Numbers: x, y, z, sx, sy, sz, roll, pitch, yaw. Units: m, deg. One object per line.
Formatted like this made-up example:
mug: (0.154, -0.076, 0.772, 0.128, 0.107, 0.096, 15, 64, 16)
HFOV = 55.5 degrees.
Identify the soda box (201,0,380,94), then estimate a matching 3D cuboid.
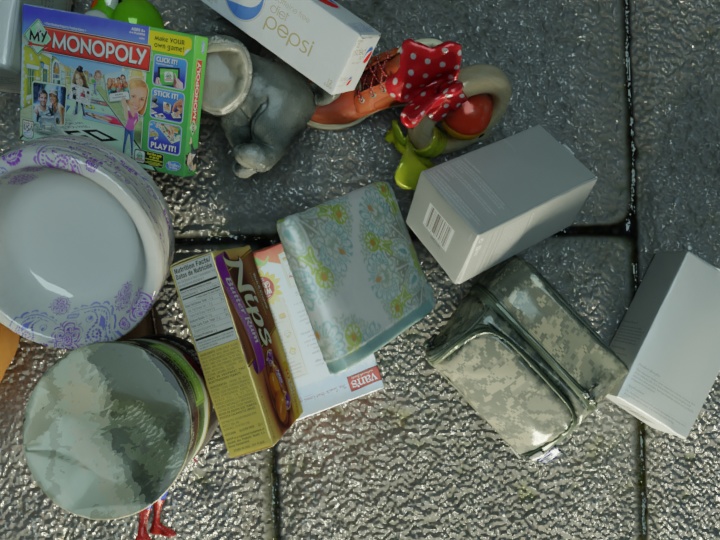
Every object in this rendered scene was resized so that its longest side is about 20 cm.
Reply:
soda box: (-0.080, -0.269, 0.714, 0.198, 0.064, 0.069, 37, 118, 9)

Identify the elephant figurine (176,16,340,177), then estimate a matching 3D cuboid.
elephant figurine: (-0.153, -0.211, 0.743, 0.200, 0.140, 0.157, 46, 71, -29)

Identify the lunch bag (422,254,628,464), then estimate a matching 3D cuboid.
lunch bag: (0.191, 0.107, 0.816, 0.200, 0.139, 0.168, 44, 96, -5)

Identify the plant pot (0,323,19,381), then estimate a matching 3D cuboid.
plant pot: (-0.464, 0.070, 0.741, 0.193, 0.140, 0.207, 0, 91, -6)

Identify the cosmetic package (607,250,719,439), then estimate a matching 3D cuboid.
cosmetic package: (0.391, 0.089, 0.862, 0.111, 0.081, 0.204, 30, 86, -5)

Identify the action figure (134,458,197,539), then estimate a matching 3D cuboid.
action figure: (-0.229, 0.215, 0.805, 0.050, 0.065, 0.207, 4, 91, 16)

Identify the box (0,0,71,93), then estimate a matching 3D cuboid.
box: (-0.433, -0.313, 0.744, 0.193, 0.131, 0.206, 7, 89, -2)

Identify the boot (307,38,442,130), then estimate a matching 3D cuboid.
boot: (0.013, -0.226, 0.809, 0.194, 0.107, 0.077, -16, 90, -4)

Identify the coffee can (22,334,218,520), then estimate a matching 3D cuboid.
coffee can: (-0.220, 0.142, 0.674, 0.141, 0.200, 0.152, 0, 87, -4)

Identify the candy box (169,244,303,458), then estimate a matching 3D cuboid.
candy box: (-0.129, 0.080, 0.735, 0.055, 0.117, 0.206, -16, 91, 11)

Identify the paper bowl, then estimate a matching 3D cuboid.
paper bowl: (-0.287, -0.034, 0.690, 0.194, 0.105, 0.207, 0, 115, -1)

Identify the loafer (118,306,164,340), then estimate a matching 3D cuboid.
loafer: (-0.279, 0.039, 0.794, 0.071, 0.071, 0.206, -14, 91, -6)

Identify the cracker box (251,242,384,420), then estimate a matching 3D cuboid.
cracker box: (-0.063, 0.064, 0.824, 0.130, 0.058, 0.206, -18, 91, -4)

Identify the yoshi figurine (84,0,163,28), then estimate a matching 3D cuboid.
yoshi figurine: (-0.282, -0.231, 0.783, 0.109, 0.112, 0.207, 13, 86, -18)

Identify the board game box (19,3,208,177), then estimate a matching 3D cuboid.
board game box: (-0.255, -0.184, 0.699, 0.194, 0.029, 0.139, 13, 106, 12)

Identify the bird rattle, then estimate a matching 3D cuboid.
bird rattle: (0.097, -0.184, 0.776, 0.159, 0.202, 0.114, -21, 59, -18)

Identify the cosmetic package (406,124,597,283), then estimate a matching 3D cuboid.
cosmetic package: (0.162, -0.081, 0.785, 0.196, 0.091, 0.108, -21, 57, -29)

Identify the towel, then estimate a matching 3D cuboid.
towel: (0.000, 0.000, 0.784, 0.198, 0.047, 0.175, -27, 96, -49)
